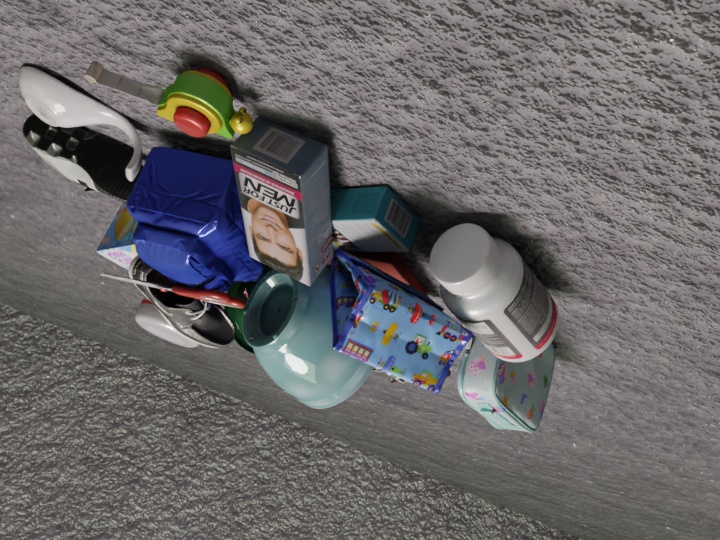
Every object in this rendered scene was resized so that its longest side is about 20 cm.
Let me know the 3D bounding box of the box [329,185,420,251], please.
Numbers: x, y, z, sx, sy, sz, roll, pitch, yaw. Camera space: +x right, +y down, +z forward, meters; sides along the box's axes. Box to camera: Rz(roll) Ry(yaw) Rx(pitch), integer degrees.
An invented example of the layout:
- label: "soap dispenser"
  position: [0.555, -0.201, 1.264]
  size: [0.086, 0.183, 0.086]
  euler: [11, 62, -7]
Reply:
- label: "box"
  position: [-0.024, -0.065, 1.062]
  size: [0.198, 0.050, 0.082]
  euler: [2, 153, 43]

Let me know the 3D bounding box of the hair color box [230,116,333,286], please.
- label: "hair color box"
  position: [-0.092, -0.079, 0.985]
  size: [0.098, 0.061, 0.201]
  euler: [25, 147, 19]

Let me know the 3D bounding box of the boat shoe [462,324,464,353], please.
- label: "boat shoe"
  position: [0.208, 0.139, 1.341]
  size: [0.067, 0.073, 0.201]
  euler: [-6, 147, 11]

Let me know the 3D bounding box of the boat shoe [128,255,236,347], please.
- label: "boat shoe"
  position: [-0.255, 0.053, 1.190]
  size: [0.067, 0.072, 0.200]
  euler: [11, 150, 53]

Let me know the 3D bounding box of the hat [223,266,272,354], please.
- label: "hat"
  position: [-0.113, 0.070, 1.259]
  size: [0.198, 0.168, 0.175]
  euler: [-16, -165, -30]

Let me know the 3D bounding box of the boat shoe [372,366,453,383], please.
- label: "boat shoe"
  position: [0.058, 0.158, 1.353]
  size: [0.197, 0.061, 0.074]
  euler: [13, 170, 19]

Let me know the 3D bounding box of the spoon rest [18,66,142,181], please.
- label: "spoon rest"
  position: [-0.369, -0.204, 1.075]
  size: [0.199, 0.061, 0.099]
  euler: [37, 158, -2]

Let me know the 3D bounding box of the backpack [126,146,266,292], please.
- label: "backpack"
  position: [-0.213, -0.058, 1.113]
  size: [0.161, 0.170, 0.200]
  euler: [19, 168, 23]

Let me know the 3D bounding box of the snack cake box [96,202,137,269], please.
- label: "snack cake box"
  position: [-0.329, -0.070, 1.274]
  size: [0.067, 0.116, 0.199]
  euler: [34, 156, -32]

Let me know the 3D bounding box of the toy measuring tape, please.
- label: "toy measuring tape"
  position: [-0.210, -0.198, 0.883]
  size: [0.197, 0.074, 0.074]
  euler: [22, 161, -1]

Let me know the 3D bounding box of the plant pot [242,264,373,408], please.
- label: "plant pot"
  position: [-0.079, 0.073, 1.118]
  size: [0.199, 0.203, 0.134]
  euler: [-1, 156, 47]

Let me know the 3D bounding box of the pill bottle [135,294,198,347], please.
- label: "pill bottle"
  position: [-0.272, 0.011, 1.295]
  size: [0.111, 0.202, 0.113]
  euler: [19, 161, 7]

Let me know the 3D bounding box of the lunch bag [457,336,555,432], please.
- label: "lunch bag"
  position: [0.218, 0.151, 1.209]
  size: [0.076, 0.162, 0.200]
  euler: [4, 155, 39]

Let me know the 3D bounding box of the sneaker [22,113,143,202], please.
- label: "sneaker"
  position: [-0.394, -0.156, 1.187]
  size: [0.198, 0.075, 0.089]
  euler: [32, 160, 0]

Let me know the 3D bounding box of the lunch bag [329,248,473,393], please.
- label: "lunch bag"
  position: [0.036, 0.048, 1.036]
  size: [0.149, 0.095, 0.200]
  euler: [25, -164, -19]

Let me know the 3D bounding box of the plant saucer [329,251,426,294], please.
- label: "plant saucer"
  position: [0.000, 0.000, 1.220]
  size: [0.197, 0.037, 0.200]
  euler: [11, 160, 28]

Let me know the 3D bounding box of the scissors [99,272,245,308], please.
- label: "scissors"
  position: [-0.254, 0.028, 1.096]
  size: [0.197, 0.014, 0.073]
  euler: [8, 171, 15]

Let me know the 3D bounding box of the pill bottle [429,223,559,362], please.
- label: "pill bottle"
  position: [0.166, 0.027, 1.013]
  size: [0.109, 0.112, 0.200]
  euler: [5, 155, 38]
